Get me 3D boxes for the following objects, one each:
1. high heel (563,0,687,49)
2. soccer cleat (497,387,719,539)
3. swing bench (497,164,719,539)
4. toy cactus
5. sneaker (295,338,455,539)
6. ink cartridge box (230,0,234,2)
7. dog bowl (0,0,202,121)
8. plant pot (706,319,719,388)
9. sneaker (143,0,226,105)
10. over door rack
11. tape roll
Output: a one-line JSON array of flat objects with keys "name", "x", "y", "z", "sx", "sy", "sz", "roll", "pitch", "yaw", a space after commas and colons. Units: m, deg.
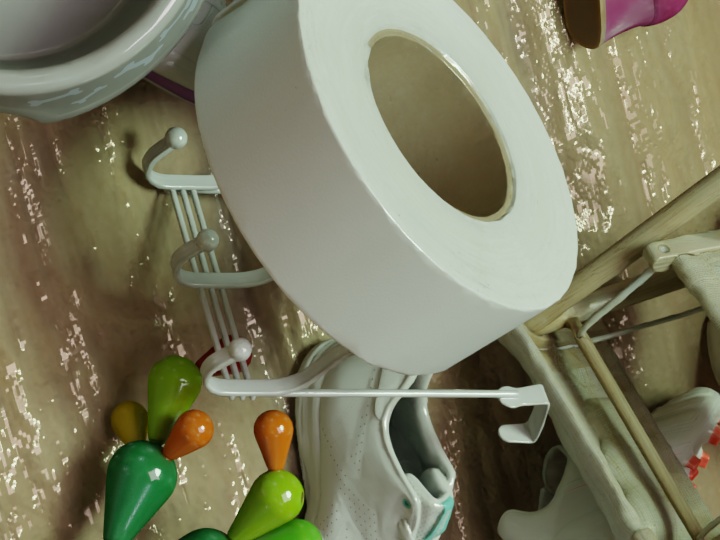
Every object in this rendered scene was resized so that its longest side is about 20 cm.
[{"name": "high heel", "x": 0.161, "y": -0.223, "z": 1.585, "sx": 0.096, "sy": 0.067, "sz": 0.200, "roll": -31, "pitch": 131, "yaw": -32}, {"name": "soccer cleat", "x": 0.149, "y": 0.113, "z": 1.605, "sx": 0.200, "sy": 0.078, "sz": 0.069, "roll": -42, "pitch": 158, "yaw": -50}, {"name": "swing bench", "x": 0.197, "y": 0.062, "z": 1.522, "sx": 0.200, "sy": 0.199, "sz": 0.130, "roll": -27, "pitch": 147, "yaw": -1}, {"name": "toy cactus", "x": -0.099, "y": 0.141, "z": 1.360, "sx": 0.165, "sy": 0.102, "sz": 0.200, "roll": -12, "pitch": 101, "yaw": -25}, {"name": "sneaker", "x": 0.016, "y": 0.135, "z": 1.456, "sx": 0.075, "sy": 0.088, "sz": 0.200, "roll": -12, "pitch": 98, "yaw": -45}, {"name": "ink cartridge box", "x": -0.035, "y": -0.204, "z": 1.356, "sx": 0.200, "sy": 0.160, "sz": 0.047, "roll": 42, "pitch": 46, "yaw": -34}, {"name": "dog bowl", "x": -0.156, "y": -0.165, "z": 1.247, "sx": 0.200, "sy": 0.059, "sz": 0.200, "roll": 0, "pitch": 91, "yaw": -11}, {"name": "plant pot", "x": 0.320, "y": 0.038, "z": 1.698, "sx": 0.177, "sy": 0.200, "sz": 0.201, "roll": 13, "pitch": 80, "yaw": -33}, {"name": "sneaker", "x": -0.098, "y": -0.144, "z": 1.345, "sx": 0.200, "sy": 0.075, "sz": 0.100, "roll": 29, "pitch": 91, "yaw": -41}, {"name": "over door rack", "x": 0.000, "y": 0.000, "z": 1.393, "sx": 0.200, "sy": 0.067, "sz": 0.148, "roll": 10, "pitch": 46, "yaw": -32}, {"name": "tape roll", "x": 0.013, "y": -0.054, "z": 1.326, "sx": 0.202, "sy": 0.071, "sz": 0.203, "roll": 36, "pitch": 36, "yaw": -32}]
